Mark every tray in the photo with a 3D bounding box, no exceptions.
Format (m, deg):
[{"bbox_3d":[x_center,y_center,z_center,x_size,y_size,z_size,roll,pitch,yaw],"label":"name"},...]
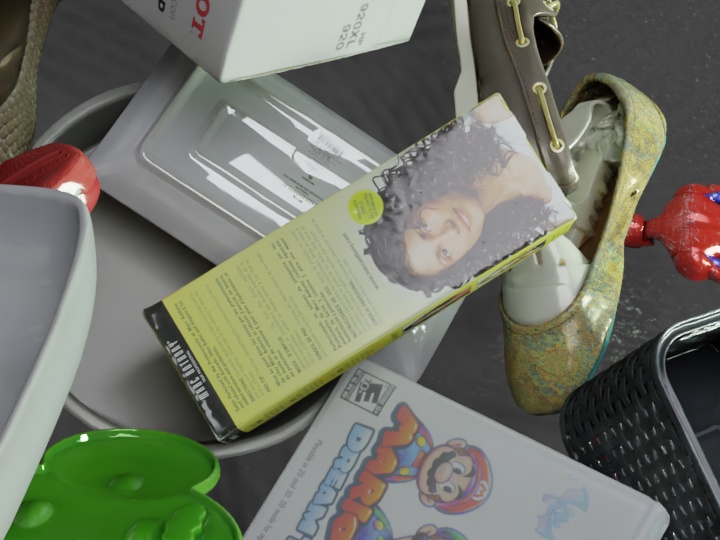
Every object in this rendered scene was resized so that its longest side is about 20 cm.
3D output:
[{"bbox_3d":[-0.030,-0.038,0.897,0.200,0.022,0.108,33,67,-3],"label":"tray"}]

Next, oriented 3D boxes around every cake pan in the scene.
[{"bbox_3d":[-0.087,0.001,0.902,0.199,0.037,0.201,4,72,-13],"label":"cake pan"}]

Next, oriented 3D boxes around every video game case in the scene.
[{"bbox_3d":[0.018,0.158,0.815,0.182,0.024,0.200,24,76,34],"label":"video game case"}]

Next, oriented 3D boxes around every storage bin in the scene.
[{"bbox_3d":[0.200,0.119,0.831,0.135,0.094,0.201,-16,74,-30],"label":"storage bin"}]

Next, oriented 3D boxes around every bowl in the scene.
[{"bbox_3d":[-0.206,0.054,0.697,0.199,0.075,0.201,0,44,13],"label":"bowl"}]

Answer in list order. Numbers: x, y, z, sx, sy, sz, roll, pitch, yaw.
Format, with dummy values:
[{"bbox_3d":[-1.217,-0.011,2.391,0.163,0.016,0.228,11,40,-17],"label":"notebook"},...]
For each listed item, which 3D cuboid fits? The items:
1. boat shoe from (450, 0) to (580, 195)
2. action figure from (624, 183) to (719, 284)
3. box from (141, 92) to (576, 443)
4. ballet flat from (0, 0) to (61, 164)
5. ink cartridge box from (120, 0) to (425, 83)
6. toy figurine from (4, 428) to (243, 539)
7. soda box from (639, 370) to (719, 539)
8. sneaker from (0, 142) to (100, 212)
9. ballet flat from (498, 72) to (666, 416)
[{"bbox_3d":[0.080,-0.117,0.944,0.059,0.072,0.201,-6,52,7],"label":"boat shoe"},{"bbox_3d":[0.236,-0.008,0.987,0.199,0.052,0.066,10,65,-7],"label":"action figure"},{"bbox_3d":[0.000,0.000,0.845,0.200,0.050,0.075,-33,83,-1],"label":"box"},{"bbox_3d":[-0.185,-0.114,0.895,0.067,0.046,0.201,6,64,24],"label":"ballet flat"},{"bbox_3d":[-0.063,-0.212,0.861,0.200,0.148,0.144,41,39,26],"label":"ink cartridge box"},{"bbox_3d":[-0.124,0.189,0.778,0.149,0.200,0.185,7,107,9],"label":"toy figurine"},{"bbox_3d":[0.192,0.158,0.908,0.063,0.071,0.201,-24,80,-24],"label":"soda box"},{"bbox_3d":[-0.172,0.041,0.828,0.200,0.078,0.116,-43,120,4],"label":"sneaker"},{"bbox_3d":[0.110,-0.021,0.943,0.070,0.071,0.201,26,65,-6],"label":"ballet flat"}]
